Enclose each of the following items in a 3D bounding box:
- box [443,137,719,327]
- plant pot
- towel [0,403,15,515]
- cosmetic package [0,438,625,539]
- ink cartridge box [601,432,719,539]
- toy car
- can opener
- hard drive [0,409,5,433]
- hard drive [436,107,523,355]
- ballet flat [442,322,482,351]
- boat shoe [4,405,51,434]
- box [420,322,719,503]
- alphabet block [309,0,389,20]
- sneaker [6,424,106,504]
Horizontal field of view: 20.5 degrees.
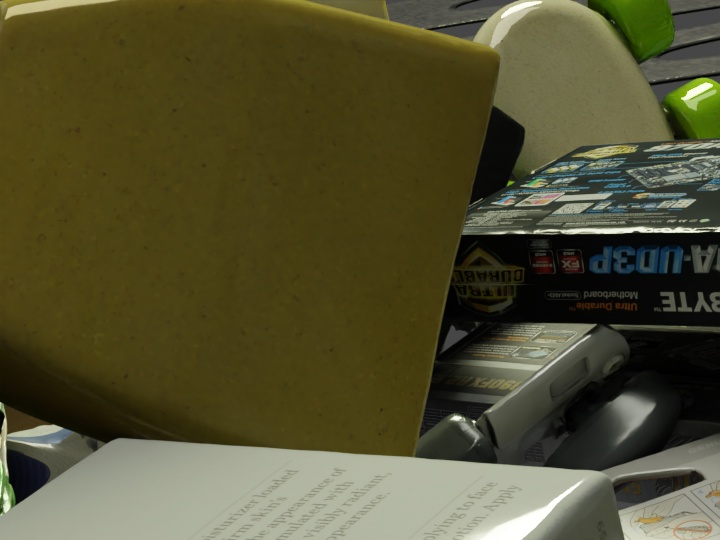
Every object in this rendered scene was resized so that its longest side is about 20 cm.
[{"bbox_3d":[0.151,-0.021,0.914,0.199,0.046,0.159,-1,18,36],"label":"box"},{"bbox_3d":[-0.091,-0.020,0.826,0.199,0.197,0.194,16,-7,-27],"label":"plant pot"},{"bbox_3d":[-0.219,0.124,0.935,0.153,0.023,0.200,-45,28,10],"label":"towel"},{"bbox_3d":[-0.032,0.162,0.601,0.199,0.166,0.165,0,21,35],"label":"cosmetic package"},{"bbox_3d":[0.137,0.127,0.784,0.199,0.045,0.176,-17,19,-12],"label":"ink cartridge box"},{"bbox_3d":[0.117,-0.062,1.216,0.164,0.158,0.200,-27,-14,-13],"label":"toy car"},{"bbox_3d":[0.052,0.099,0.864,0.200,0.053,0.067,-38,54,-15],"label":"can opener"},{"bbox_3d":[-0.233,0.122,0.814,0.200,0.033,0.140,-52,-13,-6],"label":"hard drive"},{"bbox_3d":[0.000,0.000,1.050,0.200,0.033,0.140,-23,39,59],"label":"hard drive"},{"bbox_3d":[0.032,0.022,1.124,0.073,0.073,0.200,-29,-5,-41],"label":"ballet flat"},{"bbox_3d":[-0.173,0.096,1.091,0.199,0.071,0.065,-28,-12,-28],"label":"boat shoe"},{"bbox_3d":[0.137,0.057,0.994,0.199,0.049,0.158,1,23,39],"label":"box"},{"bbox_3d":[-0.088,-0.133,1.501,0.199,0.197,0.196,-17,20,-14],"label":"alphabet block"},{"bbox_3d":[-0.122,0.100,1.018,0.198,0.081,0.115,-28,-11,9],"label":"sneaker"}]
